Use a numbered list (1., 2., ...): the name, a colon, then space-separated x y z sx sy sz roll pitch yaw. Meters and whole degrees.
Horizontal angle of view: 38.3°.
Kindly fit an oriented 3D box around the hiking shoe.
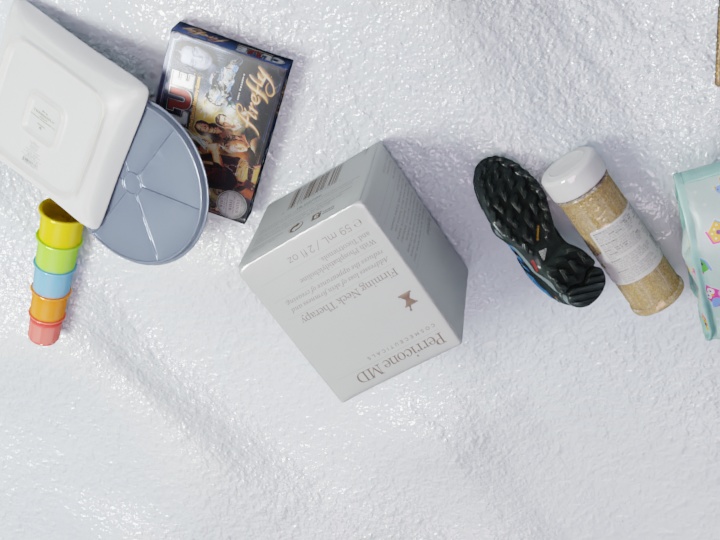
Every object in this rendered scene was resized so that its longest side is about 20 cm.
1. hiking shoe: 0.187 -0.036 1.169 0.074 0.087 0.200 -35 88 -12

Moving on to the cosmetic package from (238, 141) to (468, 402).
1. cosmetic package: 0.000 0.000 1.167 0.167 0.166 0.200 -29 111 22

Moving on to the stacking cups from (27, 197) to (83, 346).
1. stacking cups: -0.380 0.007 1.298 0.060 0.061 0.200 17 123 0

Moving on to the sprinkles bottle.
1. sprinkles bottle: 0.282 -0.042 1.155 0.068 0.068 0.200 -31 109 23

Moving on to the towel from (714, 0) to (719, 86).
1. towel: 0.461 -0.258 1.039 0.199 0.022 0.147 -1 117 12

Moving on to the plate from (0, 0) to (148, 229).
1. plate: -0.350 -0.172 1.172 0.199 0.032 0.200 35 121 11

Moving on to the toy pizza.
1. toy pizza: -0.253 -0.103 1.186 0.200 0.032 0.201 10 113 24

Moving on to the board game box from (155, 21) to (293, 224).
1. board game box: -0.168 -0.164 1.180 0.135 0.035 0.200 19 119 -1

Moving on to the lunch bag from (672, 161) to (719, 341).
1. lunch bag: 0.428 -0.041 1.104 0.170 0.122 0.200 -12 121 16
